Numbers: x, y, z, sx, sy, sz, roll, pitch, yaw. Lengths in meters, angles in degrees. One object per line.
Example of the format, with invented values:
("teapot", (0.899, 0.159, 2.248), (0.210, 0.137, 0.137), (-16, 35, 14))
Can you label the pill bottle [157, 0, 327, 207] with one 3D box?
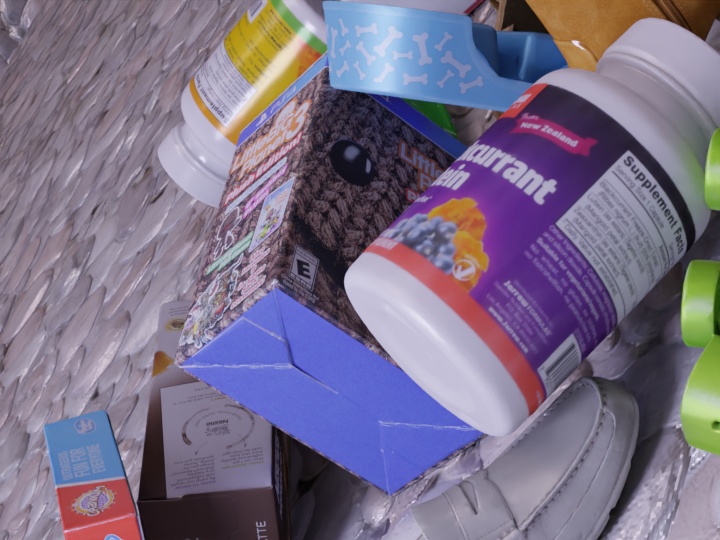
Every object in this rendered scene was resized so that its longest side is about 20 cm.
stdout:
("pill bottle", (-0.083, -0.151, 1.437), (0.200, 0.111, 0.111), (-48, 23, 21))

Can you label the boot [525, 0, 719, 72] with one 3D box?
("boot", (0.126, -0.114, 0.895), (0.201, 0.144, 0.071), (-53, 21, 10))

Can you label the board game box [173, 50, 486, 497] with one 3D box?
("board game box", (0.000, 0.000, 0.981), (0.097, 0.159, 0.200), (-38, 28, 38))

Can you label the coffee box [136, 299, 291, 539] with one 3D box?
("coffee box", (-0.086, 0.117, 1.040), (0.200, 0.079, 0.115), (-94, -2, -58))

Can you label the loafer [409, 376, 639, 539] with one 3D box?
("loafer", (0.057, 0.130, 0.798), (0.200, 0.070, 0.070), (-55, 21, 5))

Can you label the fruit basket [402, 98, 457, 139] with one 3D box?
("fruit basket", (-0.017, -0.051, 1.185), (0.200, 0.094, 0.185), (-52, 22, 19))

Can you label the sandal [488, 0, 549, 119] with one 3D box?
("sandal", (0.108, -0.181, 1.119), (0.070, 0.078, 0.212), (-17, 48, 49))

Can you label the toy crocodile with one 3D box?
("toy crocodile", (0.184, -0.007, 0.744), (0.067, 0.062, 0.200), (5, 53, 20))

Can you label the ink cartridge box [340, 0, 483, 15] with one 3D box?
("ink cartridge box", (0.069, -0.290, 1.346), (0.146, 0.083, 0.200), (-40, 27, 37))

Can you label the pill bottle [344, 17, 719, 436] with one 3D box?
("pill bottle", (0.097, -0.026, 0.809), (0.200, 0.111, 0.111), (-45, 19, -12))

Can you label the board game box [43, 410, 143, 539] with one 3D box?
("board game box", (-0.139, 0.202, 0.977), (0.040, 0.201, 0.153), (-13, 19, -11))

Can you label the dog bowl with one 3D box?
("dog bowl", (0.072, -0.117, 0.964), (0.111, 0.199, 0.050), (-157, 73, -68))
